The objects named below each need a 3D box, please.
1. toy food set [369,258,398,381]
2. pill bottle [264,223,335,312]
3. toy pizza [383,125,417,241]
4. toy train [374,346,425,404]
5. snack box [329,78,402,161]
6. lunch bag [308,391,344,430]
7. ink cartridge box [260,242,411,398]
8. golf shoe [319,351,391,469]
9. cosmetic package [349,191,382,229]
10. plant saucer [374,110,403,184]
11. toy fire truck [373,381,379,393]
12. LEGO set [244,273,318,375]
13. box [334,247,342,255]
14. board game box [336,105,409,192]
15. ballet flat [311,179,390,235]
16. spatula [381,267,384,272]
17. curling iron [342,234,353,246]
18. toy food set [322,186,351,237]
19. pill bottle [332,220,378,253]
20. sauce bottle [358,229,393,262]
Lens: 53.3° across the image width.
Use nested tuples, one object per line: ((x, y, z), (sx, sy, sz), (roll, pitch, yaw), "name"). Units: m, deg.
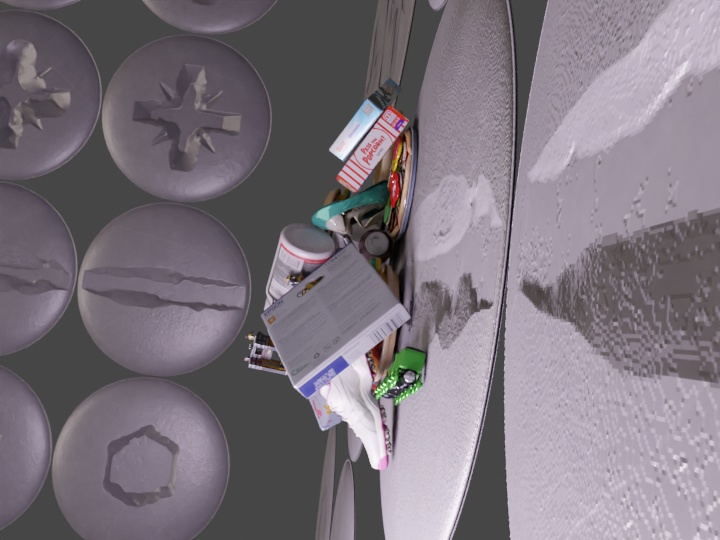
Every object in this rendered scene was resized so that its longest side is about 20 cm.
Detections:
((0.027, 0.087, 1.203), (0.201, 0.048, 0.199), (101, 174, -50), "toy food set")
((-0.131, 0.015, 1.478), (0.114, 0.113, 0.201), (-90, 16, -56), "pill bottle")
((0.066, -0.152, 1.255), (0.200, 0.031, 0.202), (-173, 90, -86), "toy pizza")
((0.052, 0.141, 0.959), (0.200, 0.041, 0.057), (111, 174, -74), "toy train")
((0.013, -0.279, 1.313), (0.116, 0.037, 0.200), (-49, 6, 27), "snack box")
((-0.070, 0.210, 1.535), (0.170, 0.126, 0.201), (103, 147, -50), "lunch bag")
((-0.045, 0.070, 1.105), (0.043, 0.196, 0.200), (51, -179, -35), "ink cartridge box")
((-0.009, 0.204, 1.081), (0.075, 0.091, 0.202), (76, 179, -72), "golf shoe")
((0.000, -0.066, 1.636), (0.108, 0.084, 0.201), (-82, 3, -56), "cosmetic package")
((0.056, -0.235, 1.497), (0.200, 0.035, 0.202), (-174, 90, -85), "plant saucer")
((-0.028, 0.168, 1.383), (0.199, 0.049, 0.142), (8, 65, 47), "toy fire truck")
((-0.157, 0.101, 1.376), (0.154, 0.115, 0.201), (-91, 17, -51), "LEGO set")
((-0.055, 0.081, 1.321), (0.201, 0.049, 0.162), (117, 159, -49), "box")
((0.018, -0.216, 1.313), (0.152, 0.046, 0.200), (-53, 5, 2), "board game box")
((-0.014, -0.109, 1.403), (0.067, 0.199, 0.071), (31, -136, -50), "ballet flat")
((0.032, 0.087, 1.399), (0.057, 0.020, 0.202), (-48, -28, -66), "spatula")
((0.000, 0.000, 1.366), (0.050, 0.025, 0.200), (57, 177, 41), "curling iron")
((-0.065, -0.092, 1.638), (0.201, 0.048, 0.199), (-71, -7, -46), "toy food set")
((-0.021, -0.003, 1.537), (0.114, 0.113, 0.201), (-90, 8, -56), "pill bottle")
((0.028, -0.044, 1.300), (0.200, 0.065, 0.067), (96, 180, -87), "sauce bottle")
